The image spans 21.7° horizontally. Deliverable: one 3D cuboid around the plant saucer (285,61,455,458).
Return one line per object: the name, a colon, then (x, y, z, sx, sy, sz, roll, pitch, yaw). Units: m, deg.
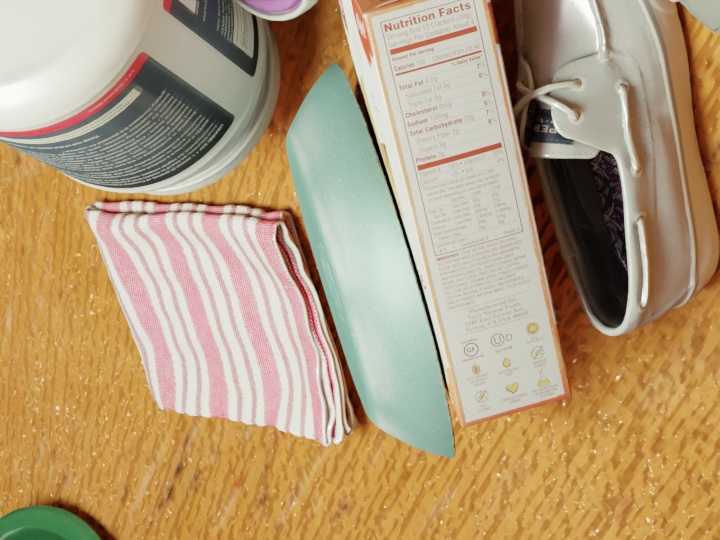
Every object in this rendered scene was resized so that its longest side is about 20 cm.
plant saucer: (0.000, 0.000, 0.920, 0.200, 0.036, 0.202, 163, 90, -87)

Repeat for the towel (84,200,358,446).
towel: (-0.090, 0.029, 1.143, 0.199, 0.030, 0.148, 5, 119, 47)

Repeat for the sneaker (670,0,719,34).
sneaker: (0.189, -0.140, 0.680, 0.082, 0.075, 0.200, 43, 151, -8)

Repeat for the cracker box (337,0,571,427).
cracker box: (0.038, -0.050, 0.859, 0.134, 0.057, 0.202, -109, 5, -66)

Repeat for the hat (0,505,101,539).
hat: (-0.210, 0.284, 1.482, 0.165, 0.176, 0.201, 35, 101, 29)

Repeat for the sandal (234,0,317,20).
sandal: (-0.068, -0.195, 0.819, 0.082, 0.050, 0.204, -3, 124, 38)

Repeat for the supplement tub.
supplement tub: (-0.128, -0.117, 0.911, 0.140, 0.141, 0.200, 41, -177, 19)

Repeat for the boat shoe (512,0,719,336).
boat shoe: (0.099, -0.066, 0.822, 0.072, 0.068, 0.202, 11, 124, 44)
